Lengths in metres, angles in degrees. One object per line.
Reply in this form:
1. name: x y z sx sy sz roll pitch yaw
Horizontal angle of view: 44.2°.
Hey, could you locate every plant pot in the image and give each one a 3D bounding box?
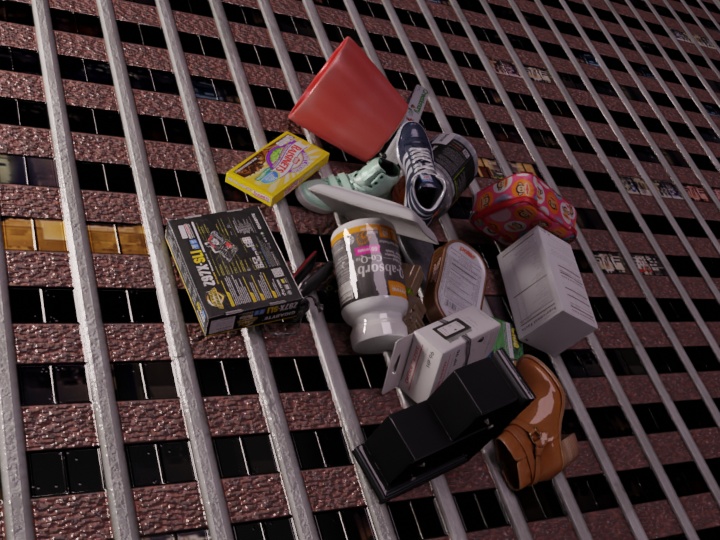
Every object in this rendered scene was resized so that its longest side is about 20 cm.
1. plant pot: -0.015 -0.321 1.723 0.176 0.200 0.202 36 41 -12

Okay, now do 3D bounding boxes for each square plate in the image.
1. square plate: 0.030 -0.099 1.522 0.195 0.029 0.200 18 -4 19

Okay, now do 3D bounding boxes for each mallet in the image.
1. mallet: 0.000 0.000 1.554 0.066 0.041 0.200 40 47 0

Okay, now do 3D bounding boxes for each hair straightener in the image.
1. hair straightener: -0.094 0.042 1.432 0.076 0.041 0.200 26 40 15

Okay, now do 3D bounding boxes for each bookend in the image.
1. bookend: 0.122 0.227 1.307 0.197 0.201 0.093 -13 60 -41

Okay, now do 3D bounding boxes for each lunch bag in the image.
1. lunch bag: 0.312 -0.102 1.747 0.199 0.175 0.083 28 55 -36

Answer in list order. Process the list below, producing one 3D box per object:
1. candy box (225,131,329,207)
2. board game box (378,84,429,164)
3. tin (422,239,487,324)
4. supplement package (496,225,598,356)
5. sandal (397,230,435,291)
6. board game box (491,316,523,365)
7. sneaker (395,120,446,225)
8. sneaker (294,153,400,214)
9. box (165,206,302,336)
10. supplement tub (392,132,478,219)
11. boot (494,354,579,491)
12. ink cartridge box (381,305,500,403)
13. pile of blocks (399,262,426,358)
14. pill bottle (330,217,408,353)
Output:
1. candy box: -0.147 -0.187 1.607 0.101 0.027 0.200 30 41 12
2. board game box: 0.079 -0.271 1.774 0.034 0.127 0.201 28 43 -7
3. tin: 0.174 0.032 1.597 0.111 0.042 0.202 35 47 -22
4. supplement package: 0.351 0.040 1.678 0.109 0.113 0.202 24 42 -34
5. sandal: 0.114 0.000 1.625 0.075 0.043 0.202 -15 74 -41
6. board game box: 0.248 0.169 1.575 0.103 0.024 0.202 19 45 -18
7. sneaker: 0.109 -0.183 1.583 0.069 0.109 0.204 -3 80 -8
8. sneaker: -0.020 -0.167 1.622 0.198 0.119 0.075 -5 57 -35
9. box: -0.199 -0.004 1.382 0.157 0.050 0.201 -13 56 -27
10. supplement tub: 0.145 -0.180 1.741 0.122 0.123 0.200 39 41 3
11. boot: 0.272 0.250 1.461 0.153 0.074 0.203 -16 77 -35
12. ink cartridge box: 0.132 0.145 1.439 0.198 0.118 0.068 -20 44 -43
13. pile of blocks: 0.077 0.082 1.523 0.062 0.081 0.203 54 30 -53
14. pill bottle: 0.018 0.026 1.459 0.115 0.116 0.203 4 65 -31
